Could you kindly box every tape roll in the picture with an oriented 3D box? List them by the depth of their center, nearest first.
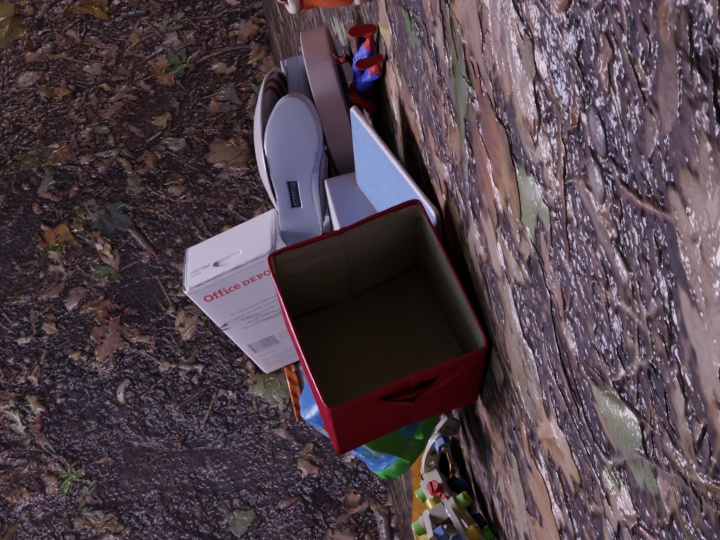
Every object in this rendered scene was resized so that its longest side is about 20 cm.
[{"bbox_3d":[-0.033,-0.219,1.557,0.203,0.037,0.203,-16,-90,-85],"label":"tape roll"}]

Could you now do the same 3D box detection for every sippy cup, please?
[{"bbox_3d":[0.005,0.154,1.380,0.178,0.130,0.140,-29,38,59],"label":"sippy cup"}]

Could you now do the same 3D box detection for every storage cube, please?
[{"bbox_3d":[0.017,0.065,1.228,0.180,0.171,0.200,85,163,-67],"label":"storage cube"}]

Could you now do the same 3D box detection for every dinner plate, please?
[{"bbox_3d":[-0.108,-0.163,1.550,0.200,0.024,0.201,-4,-90,-76],"label":"dinner plate"}]

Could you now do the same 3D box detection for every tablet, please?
[{"bbox_3d":[0.041,-0.084,1.342,0.200,0.014,0.130,55,161,37],"label":"tablet"}]

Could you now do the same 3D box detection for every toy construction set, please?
[{"bbox_3d":[0.101,0.273,1.448,0.131,0.092,0.200,47,-155,-41],"label":"toy construction set"}]

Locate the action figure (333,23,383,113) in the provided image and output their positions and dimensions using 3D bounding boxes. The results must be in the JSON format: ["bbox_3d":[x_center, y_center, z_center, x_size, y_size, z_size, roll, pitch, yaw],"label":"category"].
[{"bbox_3d":[0.001,-0.238,1.462,0.200,0.052,0.066,84,169,-78],"label":"action figure"}]

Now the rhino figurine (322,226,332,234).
[{"bbox_3d":[0.000,0.000,1.597,0.200,0.060,0.087,41,171,-6],"label":"rhino figurine"}]

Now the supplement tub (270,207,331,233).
[{"bbox_3d":[-0.061,0.007,1.729,0.145,0.144,0.200,-111,0,-58],"label":"supplement tub"}]

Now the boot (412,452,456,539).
[{"bbox_3d":[0.103,0.322,1.598,0.144,0.071,0.202,86,174,-82],"label":"boot"}]

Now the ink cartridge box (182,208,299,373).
[{"bbox_3d":[-0.121,0.030,1.582,0.200,0.145,0.085,50,-156,-41],"label":"ink cartridge box"}]

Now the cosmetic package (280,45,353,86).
[{"bbox_3d":[-0.056,-0.241,1.773,0.200,0.107,0.090,90,166,-66],"label":"cosmetic package"}]

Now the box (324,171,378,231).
[{"bbox_3d":[0.028,-0.011,1.463,0.124,0.097,0.200,84,170,-59],"label":"box"}]

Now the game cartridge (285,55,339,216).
[{"bbox_3d":[-0.059,-0.180,1.595,0.133,0.041,0.200,-105,-1,-51],"label":"game cartridge"}]

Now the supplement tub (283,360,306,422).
[{"bbox_3d":[-0.004,0.143,1.674,0.123,0.200,0.123,166,90,-85],"label":"supplement tub"}]

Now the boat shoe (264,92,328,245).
[{"bbox_3d":[-0.069,-0.132,1.494,0.086,0.074,0.202,-67,-26,-62],"label":"boat shoe"}]

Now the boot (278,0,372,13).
[{"bbox_3d":[-0.053,-0.348,1.412,0.200,0.107,0.075,-112,7,-71],"label":"boot"}]
